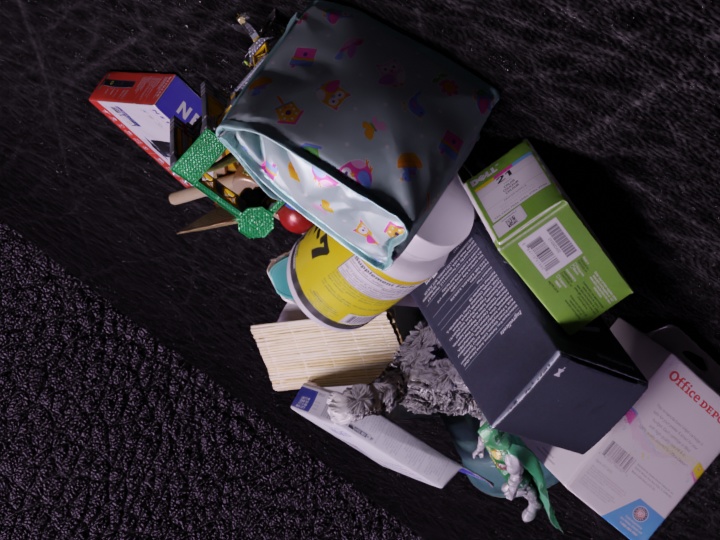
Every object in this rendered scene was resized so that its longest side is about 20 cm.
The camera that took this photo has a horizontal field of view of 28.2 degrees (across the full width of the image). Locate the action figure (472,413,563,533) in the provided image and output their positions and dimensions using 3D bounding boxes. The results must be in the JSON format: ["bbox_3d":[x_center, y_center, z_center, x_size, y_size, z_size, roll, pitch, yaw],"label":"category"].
[{"bbox_3d":[0.157,0.201,1.510,0.118,0.054,0.200,52,175,35],"label":"action figure"}]

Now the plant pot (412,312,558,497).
[{"bbox_3d":[0.161,0.128,1.699,0.199,0.201,0.197,12,147,53],"label":"plant pot"}]

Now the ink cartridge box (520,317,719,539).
[{"bbox_3d":[0.293,0.159,1.514,0.128,0.200,0.125,40,-179,-24],"label":"ink cartridge box"}]

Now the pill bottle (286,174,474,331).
[{"bbox_3d":[0.019,-0.027,1.404,0.114,0.115,0.200,36,142,-12],"label":"pill bottle"}]

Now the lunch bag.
[{"bbox_3d":[-0.008,-0.128,1.259,0.199,0.171,0.122,32,158,4],"label":"lunch bag"}]

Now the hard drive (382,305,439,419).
[{"bbox_3d":[0.083,0.114,1.762,0.026,0.134,0.199,-6,173,30],"label":"hard drive"}]

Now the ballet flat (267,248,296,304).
[{"bbox_3d":[0.000,0.000,1.549,0.197,0.073,0.072,-7,160,1],"label":"ballet flat"}]

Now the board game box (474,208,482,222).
[{"bbox_3d":[0.094,-0.048,1.552,0.125,0.035,0.200,25,164,29],"label":"board game box"}]

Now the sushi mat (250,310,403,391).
[{"bbox_3d":[-0.034,0.096,1.674,0.198,0.012,0.097,-7,115,33],"label":"sushi mat"}]

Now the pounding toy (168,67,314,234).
[{"bbox_3d":[-0.097,-0.112,1.546,0.199,0.143,0.184,31,164,8],"label":"pounding toy"}]

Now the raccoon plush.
[{"bbox_3d":[0.070,0.129,1.535,0.198,0.098,0.134,-15,143,9],"label":"raccoon plush"}]

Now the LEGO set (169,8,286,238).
[{"bbox_3d":[-0.097,-0.145,1.404,0.153,0.201,0.116,26,-153,-23],"label":"LEGO set"}]

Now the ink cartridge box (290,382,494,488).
[{"bbox_3d":[0.031,0.199,1.632,0.199,0.041,0.199,32,171,-14],"label":"ink cartridge box"}]

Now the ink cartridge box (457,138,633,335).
[{"bbox_3d":[0.157,-0.060,1.341,0.148,0.075,0.201,46,-166,-41],"label":"ink cartridge box"}]

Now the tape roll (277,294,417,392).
[{"bbox_3d":[-0.008,0.066,1.784,0.071,0.202,0.203,49,175,32],"label":"tape roll"}]

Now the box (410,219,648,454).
[{"bbox_3d":[0.162,0.065,1.407,0.147,0.105,0.201,21,-151,-40],"label":"box"}]

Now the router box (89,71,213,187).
[{"bbox_3d":[-0.223,-0.169,1.812,0.200,0.049,0.179,43,162,-32],"label":"router box"}]

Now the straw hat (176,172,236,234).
[{"bbox_3d":[-0.129,-0.103,1.709,0.201,0.199,0.086,-4,96,66],"label":"straw hat"}]
